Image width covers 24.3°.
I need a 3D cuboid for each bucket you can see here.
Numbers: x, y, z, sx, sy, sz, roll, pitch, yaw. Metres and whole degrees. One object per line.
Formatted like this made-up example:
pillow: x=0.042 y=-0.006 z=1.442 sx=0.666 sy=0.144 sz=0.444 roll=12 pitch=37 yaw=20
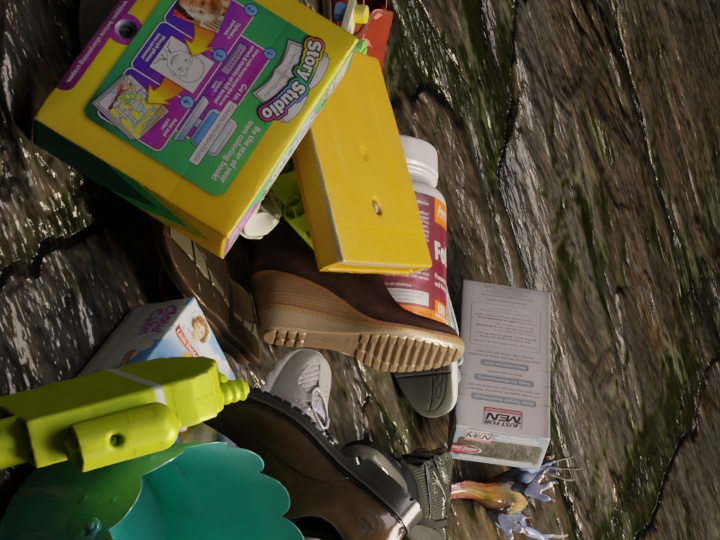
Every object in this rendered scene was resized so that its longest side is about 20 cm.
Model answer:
bucket: x=-0.152 y=0.216 z=1.183 sx=0.207 sy=0.135 sz=0.207 roll=1 pitch=89 yaw=-52

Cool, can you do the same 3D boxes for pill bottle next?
pill bottle: x=0.027 y=-0.022 z=1.623 sx=0.114 sy=0.114 sz=0.200 roll=28 pitch=57 yaw=-54

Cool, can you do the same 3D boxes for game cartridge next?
game cartridge: x=-0.010 y=-0.096 z=1.425 sx=0.176 sy=0.032 sz=0.200 roll=4 pitch=69 yaw=-63

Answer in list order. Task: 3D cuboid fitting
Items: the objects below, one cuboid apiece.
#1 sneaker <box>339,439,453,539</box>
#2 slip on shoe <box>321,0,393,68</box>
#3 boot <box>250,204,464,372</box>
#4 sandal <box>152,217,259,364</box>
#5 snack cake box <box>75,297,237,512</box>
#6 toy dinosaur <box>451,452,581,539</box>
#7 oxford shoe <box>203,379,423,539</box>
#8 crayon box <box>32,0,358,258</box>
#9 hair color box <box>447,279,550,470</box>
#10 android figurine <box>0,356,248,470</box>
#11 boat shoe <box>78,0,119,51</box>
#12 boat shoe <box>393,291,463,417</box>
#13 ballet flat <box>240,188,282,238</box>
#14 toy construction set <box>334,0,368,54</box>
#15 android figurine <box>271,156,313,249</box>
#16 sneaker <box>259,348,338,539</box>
sneaker: x=0.032 y=0.199 z=1.604 sx=0.199 sy=0.076 sz=0.114 roll=53 pitch=37 yaw=-43
slip on shoe: x=0.003 y=-0.248 z=1.711 sx=0.074 sy=0.061 sz=0.200 roll=-3 pitch=85 yaw=-62
boot: x=0.000 y=0.000 z=1.520 sx=0.200 sy=0.072 sz=0.166 roll=10 pitch=57 yaw=-14
sandal: x=-0.137 y=0.018 z=1.396 sx=0.200 sy=0.055 sz=0.082 roll=60 pitch=23 yaw=-57
snack cake box: x=-0.139 y=0.136 z=1.331 sx=0.200 sy=0.067 sz=0.115 roll=65 pitch=33 yaw=-24
toy dinosaur: x=0.167 y=0.229 z=1.818 sx=0.105 sy=0.200 sz=0.181 roll=-65 pitch=-171 yaw=2
oxford shoe: x=-0.057 y=0.153 z=1.256 sx=0.084 sy=0.200 sz=0.073 roll=-49 pitch=163 yaw=-21
crayon box: x=-0.125 y=-0.139 z=1.292 sx=0.173 sy=0.058 sz=0.200 roll=32 pitch=70 yaw=0
hair color box: x=0.148 y=0.108 z=1.767 sx=0.061 sy=0.099 sz=0.200 roll=101 pitch=-4 yaw=-48
android figurine: x=-0.178 y=0.098 z=1.144 sx=0.200 sy=0.182 sz=0.041 roll=-12 pitch=97 yaw=-24
boat shoe: x=-0.177 y=-0.151 z=1.372 sx=0.072 sy=0.070 sz=0.201 roll=-5 pitch=79 yaw=-85
boat shoe: x=0.067 y=0.049 z=1.714 sx=0.065 sy=0.074 sz=0.202 roll=-5 pitch=78 yaw=-56
ballet flat: x=-0.098 y=-0.053 z=1.401 sx=0.200 sy=0.069 sz=0.070 roll=-7 pitch=87 yaw=-86
toy construction set: x=-0.046 y=-0.159 z=1.564 sx=0.200 sy=0.092 sz=0.131 roll=-48 pitch=146 yaw=-46
android figurine: x=-0.033 y=-0.090 z=1.453 sx=0.200 sy=0.041 sz=0.182 roll=52 pitch=31 yaw=-41
sneaker: x=-0.042 y=0.152 z=1.345 sx=0.075 sy=0.082 sz=0.200 roll=48 pitch=41 yaw=-44
